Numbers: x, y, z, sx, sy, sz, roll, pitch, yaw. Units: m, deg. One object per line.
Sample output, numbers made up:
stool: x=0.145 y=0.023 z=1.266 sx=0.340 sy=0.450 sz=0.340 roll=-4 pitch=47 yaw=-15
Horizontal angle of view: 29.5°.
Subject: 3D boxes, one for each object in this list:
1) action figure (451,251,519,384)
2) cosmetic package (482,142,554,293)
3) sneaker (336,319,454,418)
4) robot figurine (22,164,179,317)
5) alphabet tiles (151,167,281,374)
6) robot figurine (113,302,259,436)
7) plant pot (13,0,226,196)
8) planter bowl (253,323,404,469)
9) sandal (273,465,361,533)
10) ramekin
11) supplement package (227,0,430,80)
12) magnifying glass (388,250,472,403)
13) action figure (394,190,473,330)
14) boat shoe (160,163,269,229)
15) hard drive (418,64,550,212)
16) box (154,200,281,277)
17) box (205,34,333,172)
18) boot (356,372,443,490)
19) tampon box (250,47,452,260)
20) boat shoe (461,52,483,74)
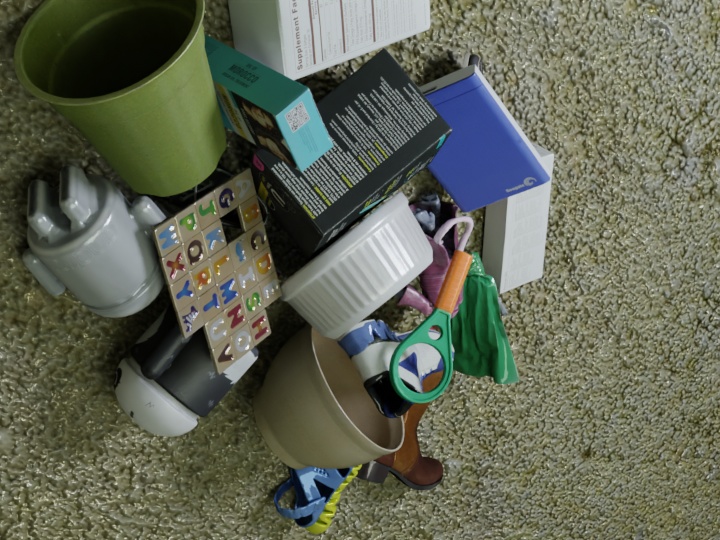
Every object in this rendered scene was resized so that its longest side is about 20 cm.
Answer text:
action figure: x=0.168 y=0.062 z=1.946 sx=0.055 sy=0.117 sz=0.201 roll=-54 pitch=144 yaw=-48
cosmetic package: x=0.218 y=-0.073 z=1.924 sx=0.082 sy=0.051 sz=0.201 roll=-21 pitch=128 yaw=-31
sneaker: x=0.053 y=0.138 z=1.791 sx=0.080 sy=0.116 sz=0.199 roll=-32 pitch=154 yaw=29
robot figurine: x=-0.286 y=-0.025 z=1.500 sx=0.169 sy=0.113 sz=0.200 roll=-21 pitch=136 yaw=15
alphabet tiles: x=-0.155 y=0.008 z=1.556 sx=0.167 sy=0.008 sz=0.201 roll=-39 pitch=125 yaw=-44
robot figurine: x=-0.205 y=0.103 z=1.642 sx=0.200 sy=0.125 sz=0.150 roll=-48 pitch=126 yaw=-4
plant pot: x=-0.225 y=-0.180 z=1.409 sx=0.200 sy=0.200 sz=0.190 roll=-38 pitch=142 yaw=-14
planter bowl: x=-0.054 y=0.175 z=1.779 sx=0.134 sy=0.201 sz=0.200 roll=-32 pitch=139 yaw=18
sandal: x=-0.059 y=0.279 z=1.905 sx=0.087 sy=0.079 sz=0.201 roll=10 pitch=108 yaw=-38
ramekin: x=0.000 y=0.000 z=1.680 sx=0.202 sy=0.202 sz=0.094 roll=-38 pitch=90 yaw=-14
supplement package: x=-0.036 y=-0.308 z=1.522 sx=0.199 sy=0.117 sz=0.118 roll=-24 pitch=129 yaw=-25
magnifying glass: x=0.096 y=0.071 z=1.728 sx=0.079 sy=0.022 sz=0.201 roll=24 pitch=82 yaw=-13
action figure: x=0.111 y=0.001 z=1.825 sx=0.133 sy=0.149 sz=0.201 roll=-23 pitch=115 yaw=-34
boat shoe: x=-0.186 y=-0.099 z=1.569 sx=0.200 sy=0.068 sz=0.072 roll=27 pitch=99 yaw=-43
hard drive: x=0.138 y=-0.163 z=1.744 sx=0.131 sy=0.025 sz=0.200 roll=-20 pitch=131 yaw=28
box: x=-0.177 y=-0.024 z=1.642 sx=0.200 sy=0.041 sz=0.039 roll=30 pitch=96 yaw=-46
box: x=-0.118 y=-0.182 z=1.474 sx=0.049 sy=0.200 sz=0.083 roll=-41 pitch=135 yaw=-17
boot: x=0.082 y=0.213 z=2.004 sx=0.187 sy=0.068 sz=0.201 roll=16 pitch=98 yaw=-36
tampon box: x=-0.017 y=-0.132 z=1.599 sx=0.200 sy=0.126 sz=0.150 roll=-39 pitch=177 yaw=-14
boat shoe: x=0.165 y=-0.197 z=1.775 sx=0.073 sy=0.062 sz=0.201 roll=-74 pitch=160 yaw=-45
